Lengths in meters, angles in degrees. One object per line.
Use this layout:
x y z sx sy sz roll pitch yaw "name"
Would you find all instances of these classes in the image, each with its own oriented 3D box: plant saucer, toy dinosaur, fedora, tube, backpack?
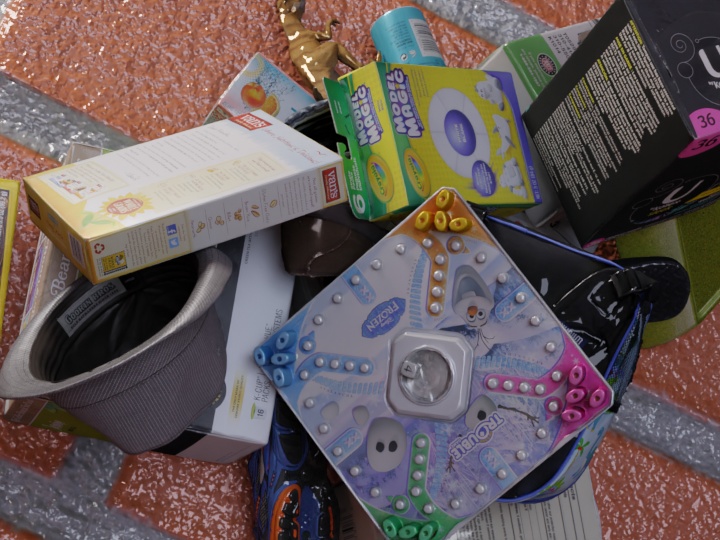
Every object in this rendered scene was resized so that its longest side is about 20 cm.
0.312 -0.050 1.406 0.200 0.048 0.201 -43 135 -22 "plant saucer"
-0.032 -0.168 1.358 0.105 0.061 0.201 20 29 -30 "toy dinosaur"
-0.153 0.061 1.089 0.175 0.200 0.091 -25 114 5 "fedora"
0.065 -0.136 1.381 0.077 0.051 0.202 -11 65 -22 "tube"
0.117 0.075 1.218 0.181 0.147 0.202 22 88 19 "backpack"

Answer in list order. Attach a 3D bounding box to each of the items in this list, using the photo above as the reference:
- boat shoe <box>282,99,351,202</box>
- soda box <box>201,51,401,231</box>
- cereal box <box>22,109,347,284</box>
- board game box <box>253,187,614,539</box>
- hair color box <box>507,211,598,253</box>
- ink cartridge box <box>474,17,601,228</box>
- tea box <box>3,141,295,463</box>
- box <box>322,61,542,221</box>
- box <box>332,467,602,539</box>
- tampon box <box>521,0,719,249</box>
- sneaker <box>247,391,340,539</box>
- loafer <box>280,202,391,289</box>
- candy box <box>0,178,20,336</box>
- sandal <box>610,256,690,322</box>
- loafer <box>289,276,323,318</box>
0.018 -0.100 1.282 0.198 0.091 0.072 -14 72 -21 "boat shoe"
-0.036 -0.093 1.355 0.199 0.068 0.064 40 68 -7 "soda box"
-0.127 -0.058 1.140 0.198 0.144 0.040 -18 117 -23 "cereal box"
0.048 0.076 1.149 0.200 0.026 0.201 -40 78 10 "board game box"
0.106 0.023 1.379 0.111 0.064 0.201 40 70 -4 "hair color box"
0.206 -0.140 1.404 0.199 0.084 0.147 -21 77 -39 "ink cartridge box"
-0.163 0.031 1.249 0.195 0.134 0.202 14 73 -16 "tea box"
0.056 -0.101 1.243 0.199 0.048 0.119 -5 79 -46 "box"
0.087 0.221 1.299 0.198 0.109 0.129 -4 77 -19 "box"
0.244 -0.128 1.228 0.148 0.200 0.127 -18 75 -23 "tampon box"
-0.058 0.141 1.269 0.075 0.078 0.203 8 88 -35 "sneaker"
0.000 0.000 1.252 0.199 0.073 0.072 25 79 -45 "loafer"
-0.332 0.020 1.253 0.101 0.026 0.203 7 75 -13 "candy box"
0.179 0.017 1.340 0.197 0.045 0.076 -2 113 -12 "sandal"
-0.021 0.063 1.326 0.069 0.070 0.203 -14 98 -18 "loafer"
